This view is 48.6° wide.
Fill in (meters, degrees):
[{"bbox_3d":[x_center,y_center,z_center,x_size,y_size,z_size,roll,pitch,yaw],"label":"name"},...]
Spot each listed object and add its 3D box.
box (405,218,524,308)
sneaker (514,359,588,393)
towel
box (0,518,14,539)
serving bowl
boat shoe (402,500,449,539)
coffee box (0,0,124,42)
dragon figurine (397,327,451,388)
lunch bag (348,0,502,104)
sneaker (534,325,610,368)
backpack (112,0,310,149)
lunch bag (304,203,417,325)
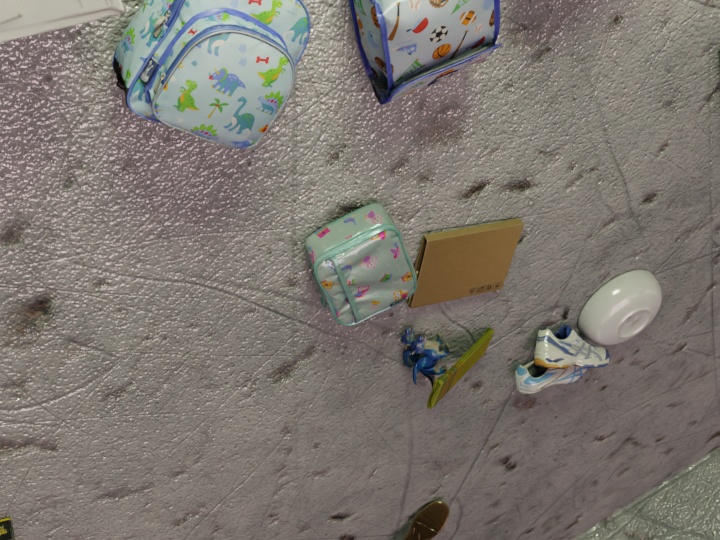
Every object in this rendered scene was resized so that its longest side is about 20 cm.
[{"bbox_3d":[0.186,-0.013,1.425,0.199,0.021,0.164,-10,135,-22],"label":"box"},{"bbox_3d":[0.430,0.214,1.767,0.199,0.072,0.073,-17,125,-23],"label":"sneaker"},{"bbox_3d":[0.197,0.191,1.575,0.200,0.018,0.086,-37,154,-40],"label":"towel"},{"bbox_3d":[-0.707,0.518,1.394,0.199,0.049,0.160,-9,137,-24],"label":"box"},{"bbox_3d":[0.576,0.094,1.736,0.199,0.066,0.201,-16,137,-16],"label":"serving bowl"},{"bbox_3d":[0.163,0.671,2.069,0.201,0.072,0.065,-58,170,12],"label":"boat shoe"},{"bbox_3d":[-0.338,-0.323,0.662,0.199,0.198,0.200,-19,139,-11],"label":"coffee box"},{"bbox_3d":[0.117,0.180,1.548,0.099,0.059,0.201,-13,136,-20],"label":"dragon figurine"},{"bbox_3d":[0.084,-0.306,1.000,0.169,0.124,0.200,-25,153,-6],"label":"lunch bag"},{"bbox_3d":[0.462,0.163,1.715,0.199,0.075,0.089,3,88,-31],"label":"sneaker"},{"bbox_3d":[-0.154,-0.246,0.892,0.182,0.147,0.200,14,120,-42],"label":"backpack"},{"bbox_3d":[0.000,0.000,1.282,0.160,0.077,0.200,-27,139,-5],"label":"lunch bag"}]
